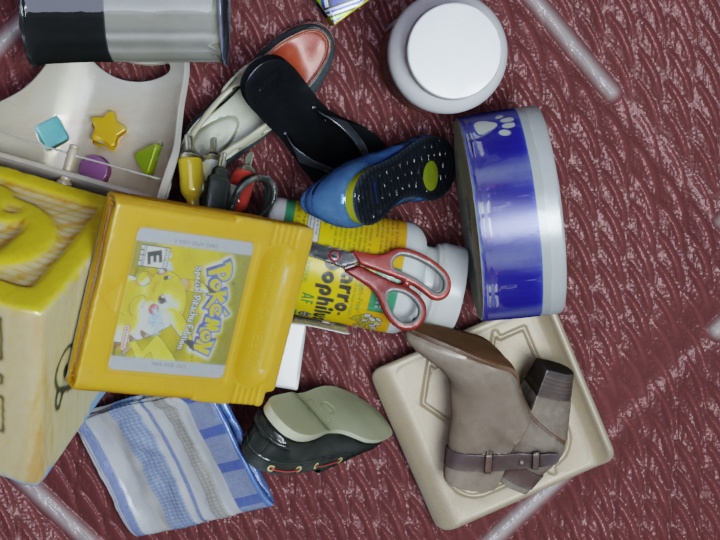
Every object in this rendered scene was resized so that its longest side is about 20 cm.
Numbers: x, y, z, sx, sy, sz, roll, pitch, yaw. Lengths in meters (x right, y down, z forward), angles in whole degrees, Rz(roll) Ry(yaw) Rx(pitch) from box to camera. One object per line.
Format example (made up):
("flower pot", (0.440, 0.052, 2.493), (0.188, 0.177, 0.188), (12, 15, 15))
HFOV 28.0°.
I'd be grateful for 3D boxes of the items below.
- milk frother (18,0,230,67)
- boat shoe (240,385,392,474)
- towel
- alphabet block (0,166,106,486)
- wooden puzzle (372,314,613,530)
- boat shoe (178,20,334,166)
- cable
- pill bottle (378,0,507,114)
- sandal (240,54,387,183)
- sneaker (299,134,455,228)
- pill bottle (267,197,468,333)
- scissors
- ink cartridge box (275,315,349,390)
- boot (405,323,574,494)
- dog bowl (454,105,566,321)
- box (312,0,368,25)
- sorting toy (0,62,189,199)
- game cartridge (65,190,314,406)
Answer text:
("milk frother", (-0.219, -0.289, 1.322), (0.187, 0.200, 0.181), (-1, 79, -1))
("boat shoe", (-0.042, 0.159, 1.413), (0.074, 0.201, 0.063), (47, 112, 25))
("towel", (-0.188, 0.187, 1.421), (0.200, 0.024, 0.147), (-18, 101, 37))
("alphabet block", (-0.337, 0.041, 1.318), (0.196, 0.196, 0.200), (15, 126, 8))
("wooden puzzle", (0.135, 0.146, 1.481), (0.199, 0.046, 0.186), (-23, 97, 4))
("boat shoe", (-0.102, -0.169, 1.421), (0.200, 0.063, 0.071), (-41, 95, 1))
("cable", (-0.140, -0.027, 1.367), (0.097, 0.050, 0.201), (14, 84, -21))
("pill bottle", (0.077, -0.202, 1.356), (0.112, 0.200, 0.113), (0, 97, -3))
("sandal", (-0.039, -0.128, 1.406), (0.200, 0.043, 0.076), (37, 95, -32))
("sneaker", (0.019, -0.090, 1.398), (0.078, 0.200, 0.066), (3, 108, 36))
("pill bottle", (0.000, 0.000, 1.419), (0.199, 0.113, 0.113), (11, 96, -5))
("scissors", (-0.010, -0.015, 1.358), (0.200, 0.014, 0.073), (31, 83, 0))
("ink cartridge box", (-0.115, 0.071, 1.419), (0.199, 0.117, 0.068), (9, 93, -4))
("boot", (0.114, 0.143, 1.410), (0.199, 0.070, 0.147), (18, 109, -12))
("dog bowl", (0.141, -0.053, 1.377), (0.078, 0.200, 0.201), (-7, 97, 0))
("box", (0.035, -0.322, 1.406), (0.200, 0.070, 0.064), (-36, 99, 2))
("sorting toy", (-0.249, -0.146, 1.402), (0.199, 0.107, 0.181), (16, 79, 9))
("game cartridge", (-0.150, 0.030, 1.291), (0.199, 0.032, 0.177), (8, 101, -31))
